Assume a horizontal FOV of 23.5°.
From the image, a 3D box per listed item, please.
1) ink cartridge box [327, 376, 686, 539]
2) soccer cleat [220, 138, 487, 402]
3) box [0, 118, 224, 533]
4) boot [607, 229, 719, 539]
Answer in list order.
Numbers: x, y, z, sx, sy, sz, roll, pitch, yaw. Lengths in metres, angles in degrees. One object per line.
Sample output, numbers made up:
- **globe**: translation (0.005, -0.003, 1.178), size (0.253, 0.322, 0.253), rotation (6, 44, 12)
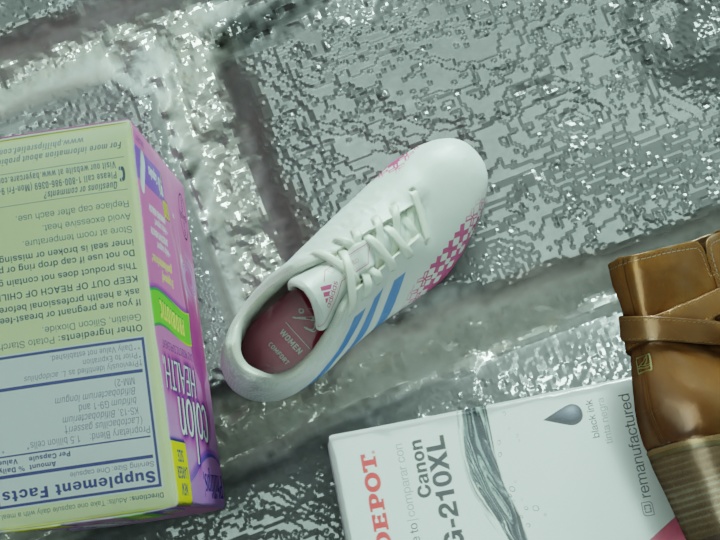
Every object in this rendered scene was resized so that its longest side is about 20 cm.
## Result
- **ink cartridge box**: translation (0.090, 0.146, 0.964), size (0.200, 0.084, 0.145), rotation (-11, 80, 1)
- **soccer cleat**: translation (0.000, 0.000, 0.989), size (0.070, 0.086, 0.200), rotation (44, 86, 8)
- **box**: translation (-0.143, 0.038, 0.945), size (0.096, 0.176, 0.200), rotation (-8, 81, 2)
- **boot**: translation (0.210, 0.055, 0.932), size (0.200, 0.077, 0.156), rotation (-9, 78, -41)
